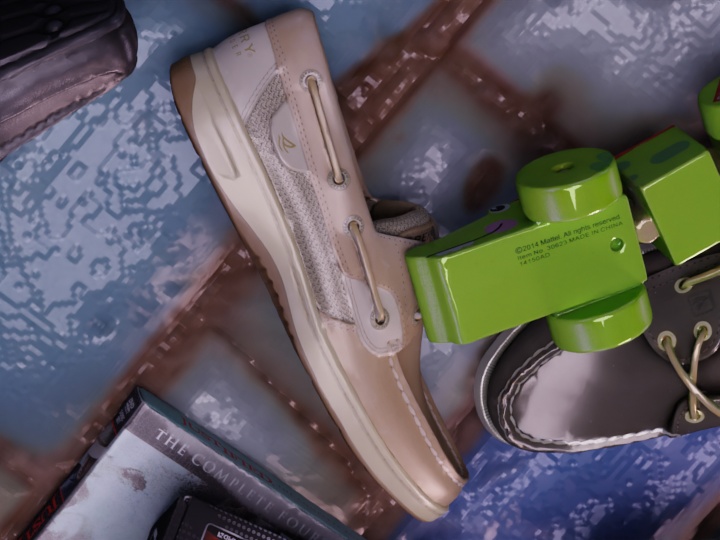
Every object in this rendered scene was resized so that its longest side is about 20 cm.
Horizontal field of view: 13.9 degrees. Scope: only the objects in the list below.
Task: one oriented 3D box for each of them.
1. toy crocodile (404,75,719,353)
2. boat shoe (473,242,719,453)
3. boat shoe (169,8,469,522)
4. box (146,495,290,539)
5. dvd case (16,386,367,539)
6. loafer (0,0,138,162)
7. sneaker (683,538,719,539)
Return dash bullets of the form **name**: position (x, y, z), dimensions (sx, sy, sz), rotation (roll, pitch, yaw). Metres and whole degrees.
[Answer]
- **toy crocodile**: position (0.111, -0.026, 1.085), dimensions (0.200, 0.062, 0.068), rotation (-24, 112, -8)
- **boat shoe**: position (0.141, 0.023, 1.119), dimensions (0.202, 0.060, 0.072), rotation (-20, 110, 0)
- **boat shoe**: position (0.000, 0.000, 1.089), dimensions (0.065, 0.072, 0.200), rotation (-26, 105, 3)
- **box**: position (-0.009, 0.196, 1.088), dimensions (0.200, 0.044, 0.160), rotation (26, 61, -9)
- **dvd case**: position (-0.089, 0.162, 1.158), dimensions (0.146, 0.022, 0.200), rotation (36, 99, -17)
- **loafer**: position (-0.165, -0.038, 1.057), dimensions (0.201, 0.068, 0.070), rotation (-26, 118, 7)
- **sneaker**: position (0.175, 0.161, 1.117), dimensions (0.200, 0.079, 0.075), rotation (21, 106, -12)
